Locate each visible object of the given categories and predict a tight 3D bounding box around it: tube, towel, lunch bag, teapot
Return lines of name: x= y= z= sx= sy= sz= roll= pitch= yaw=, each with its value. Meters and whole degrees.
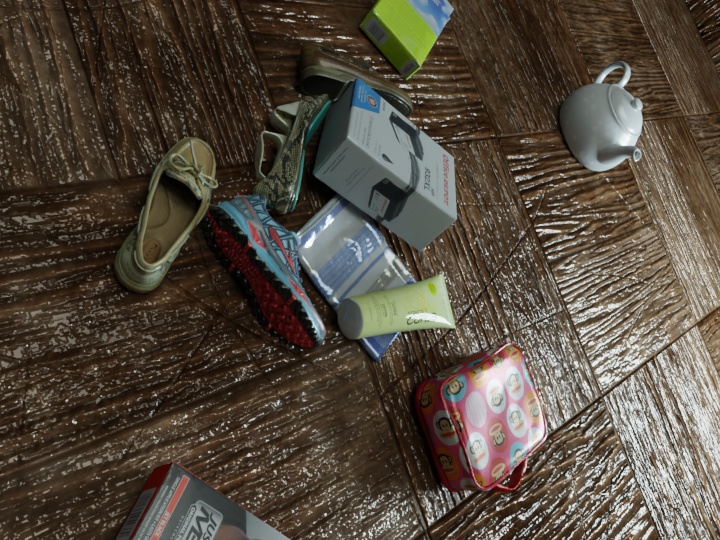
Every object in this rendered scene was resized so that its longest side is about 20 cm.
tube: x=0.057 y=0.049 z=0.819 sx=0.196 sy=0.060 sz=0.052 roll=-5 pitch=30 yaw=-43
towel: x=0.000 y=0.000 z=0.835 sx=0.202 sy=0.024 sz=0.147 roll=53 pitch=49 yaw=-9
lunch bag: x=0.176 y=0.210 z=0.849 sx=0.196 sy=0.081 sz=0.181 roll=-15 pitch=82 yaw=-42
teapot: x=0.535 y=-0.327 z=1.330 sx=0.195 sy=0.145 sz=0.204 roll=-30 pitch=90 yaw=-43

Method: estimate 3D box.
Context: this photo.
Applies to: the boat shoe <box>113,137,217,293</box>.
boat shoe: x=-0.200 y=-0.071 z=0.675 sx=0.072 sy=0.062 sz=0.205 roll=28 pitch=55 yaw=-25

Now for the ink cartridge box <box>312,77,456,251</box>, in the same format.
ink cartridge box: x=0.041 y=-0.148 z=0.873 sx=0.197 sy=0.083 sz=0.148 roll=33 pitch=40 yaw=-24

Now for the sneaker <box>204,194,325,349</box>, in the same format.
sneaker: x=-0.091 y=-0.006 z=0.726 sx=0.095 sy=0.079 sz=0.203 roll=-38 pitch=97 yaw=-44

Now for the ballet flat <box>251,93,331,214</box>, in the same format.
ballet flat: x=-0.095 y=-0.168 z=0.808 sx=0.073 sy=0.068 sz=0.205 roll=22 pitch=60 yaw=-11

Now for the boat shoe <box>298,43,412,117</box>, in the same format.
boat shoe: x=-0.001 y=-0.285 z=0.922 sx=0.195 sy=0.071 sz=0.070 roll=12 pitch=65 yaw=-35

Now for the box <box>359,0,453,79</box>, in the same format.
box: x=0.085 y=-0.440 z=1.075 sx=0.122 sy=0.047 sz=0.203 roll=42 pitch=50 yaw=-18

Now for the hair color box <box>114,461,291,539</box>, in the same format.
hair color box: x=-0.131 y=0.281 z=0.583 sx=0.199 sy=0.061 sz=0.103 roll=41 pitch=50 yaw=-19
